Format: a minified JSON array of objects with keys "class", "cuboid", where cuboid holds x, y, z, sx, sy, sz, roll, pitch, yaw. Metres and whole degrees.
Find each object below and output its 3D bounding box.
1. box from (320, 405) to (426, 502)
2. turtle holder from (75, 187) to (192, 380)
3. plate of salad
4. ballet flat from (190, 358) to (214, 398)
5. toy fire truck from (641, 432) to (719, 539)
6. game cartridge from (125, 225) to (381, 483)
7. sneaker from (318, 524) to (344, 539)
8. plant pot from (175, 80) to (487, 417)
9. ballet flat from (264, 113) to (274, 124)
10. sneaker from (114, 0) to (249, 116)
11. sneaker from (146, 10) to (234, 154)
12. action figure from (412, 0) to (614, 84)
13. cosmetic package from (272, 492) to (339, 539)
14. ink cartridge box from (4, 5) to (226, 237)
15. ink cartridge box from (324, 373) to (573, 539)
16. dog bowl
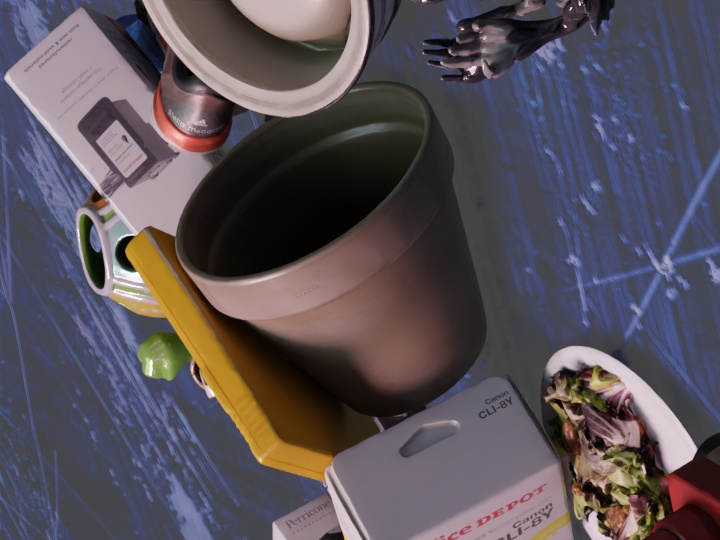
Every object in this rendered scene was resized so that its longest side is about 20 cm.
[{"class":"box","cuboid":[-0.021,0.102,1.638,0.162,0.049,0.200,55,156,17]},{"class":"turtle holder","cuboid":[-0.178,-0.015,1.716,0.141,0.131,0.187,47,141,42]},{"class":"plate of salad","cuboid":[0.170,0.144,1.258,0.200,0.048,0.201,49,154,33]},{"class":"ballet flat","cuboid":[-0.093,0.093,1.641,0.200,0.067,0.069,4,113,67]},{"class":"toy fire truck","cuboid":[0.190,0.214,1.086,0.128,0.199,0.177,30,141,54]},{"class":"game cartridge","cuboid":[-0.064,0.068,1.355,0.176,0.032,0.201,26,-154,-55]},{"class":"sneaker","cuboid":[0.029,0.239,1.565,0.199,0.129,0.080,21,134,59]},{"class":"plant pot","cuboid":[0.000,0.000,1.330,0.200,0.200,0.174,26,153,56]},{"class":"ballet flat","cuboid":[-0.031,-0.065,1.455,0.201,0.071,0.072,57,157,17]},{"class":"sneaker","cuboid":[-0.153,-0.203,1.560,0.200,0.076,0.112,35,145,50]},{"class":"sneaker","cuboid":[-0.108,-0.178,1.405,0.082,0.076,0.201,120,152,-46]},{"class":"action figure","cuboid":[0.075,-0.164,1.066,0.200,0.101,0.120,142,112,-69]},{"class":"cosmetic package","cuboid":[0.017,0.284,1.682,0.200,0.101,0.072,47,152,33]},{"class":"ink cartridge box","cuboid":[-0.163,-0.092,1.473,0.200,0.083,0.145,50,-176,0]},{"class":"ink cartridge box","cuboid":[0.067,0.182,1.344,0.084,0.144,0.201,57,170,35]},{"class":"dog bowl","cuboid":[-0.056,-0.206,1.273,0.199,0.074,0.202,23,134,26]}]
